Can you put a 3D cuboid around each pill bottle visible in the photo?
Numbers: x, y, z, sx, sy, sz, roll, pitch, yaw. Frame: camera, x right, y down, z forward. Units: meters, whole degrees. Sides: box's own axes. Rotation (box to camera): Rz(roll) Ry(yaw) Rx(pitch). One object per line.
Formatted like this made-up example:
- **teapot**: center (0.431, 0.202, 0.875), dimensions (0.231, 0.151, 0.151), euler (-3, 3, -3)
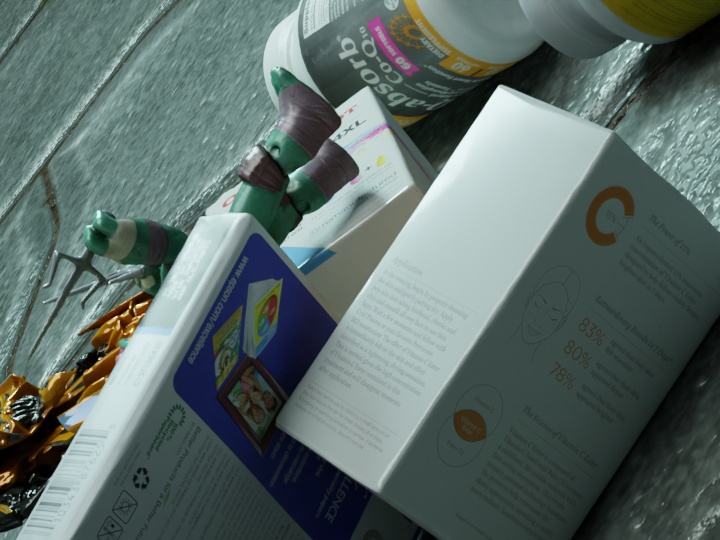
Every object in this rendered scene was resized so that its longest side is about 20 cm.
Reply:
- **pill bottle**: center (0.028, -0.158, 1.758), dimensions (0.200, 0.116, 0.117), euler (-29, 31, 51)
- **pill bottle**: center (0.177, -0.194, 1.501), dimensions (0.200, 0.112, 0.112), euler (-32, 29, 47)

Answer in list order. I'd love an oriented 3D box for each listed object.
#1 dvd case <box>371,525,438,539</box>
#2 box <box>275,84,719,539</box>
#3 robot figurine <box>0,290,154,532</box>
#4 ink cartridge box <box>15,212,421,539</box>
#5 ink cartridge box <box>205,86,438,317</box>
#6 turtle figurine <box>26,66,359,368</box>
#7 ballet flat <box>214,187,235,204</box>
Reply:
- **dvd case**: center (-0.003, 0.185, 1.411), dimensions (0.150, 0.025, 0.201), euler (-28, 32, 43)
- **box**: center (0.075, 0.034, 1.314), dimensions (0.201, 0.124, 0.097), euler (-55, 38, -4)
- **robot figurine**: center (-0.162, 0.076, 1.644), dimensions (0.199, 0.058, 0.145), euler (-34, 23, 19)
- **ink cartridge box**: center (-0.055, 0.110, 1.324), dimensions (0.047, 0.200, 0.198), euler (2, 53, 40)
- **ink cartridge box**: center (0.000, 0.000, 1.536), dimensions (0.128, 0.125, 0.200), euler (-36, 22, 6)
- **turtle figurine**: center (-0.084, -0.004, 1.397), dimensions (0.200, 0.101, 0.150), euler (-48, -3, -12)
- **ballet flat**: center (-0.068, -0.020, 1.757), dimensions (0.067, 0.067, 0.200), euler (-47, -2, -7)
